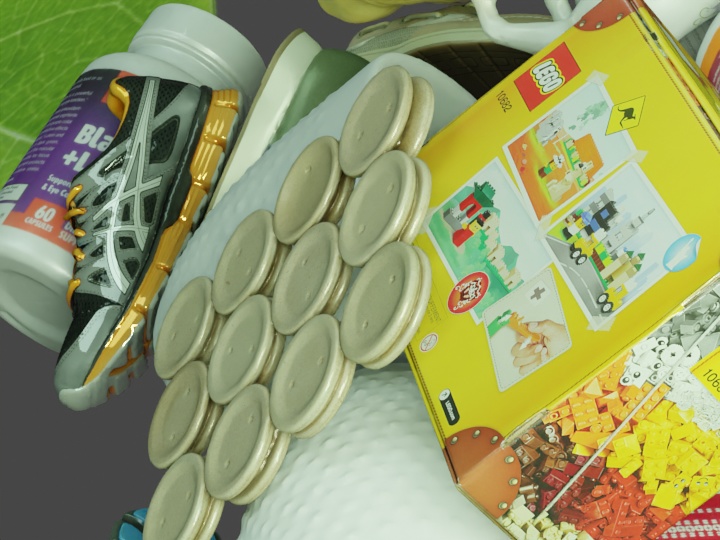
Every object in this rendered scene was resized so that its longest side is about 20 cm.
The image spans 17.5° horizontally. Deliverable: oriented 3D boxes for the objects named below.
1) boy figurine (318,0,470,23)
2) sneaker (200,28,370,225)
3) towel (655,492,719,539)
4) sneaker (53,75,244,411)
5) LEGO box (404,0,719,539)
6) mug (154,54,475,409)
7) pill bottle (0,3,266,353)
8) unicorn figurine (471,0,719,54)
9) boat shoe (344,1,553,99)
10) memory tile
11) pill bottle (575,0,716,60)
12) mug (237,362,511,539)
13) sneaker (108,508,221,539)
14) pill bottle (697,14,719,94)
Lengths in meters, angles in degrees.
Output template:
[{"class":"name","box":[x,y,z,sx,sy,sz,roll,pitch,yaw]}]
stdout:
[{"class":"boy figurine","box":[0.049,-0.177,1.291,0.124,0.064,0.200,-13,7,-38]},{"class":"sneaker","box":[-0.034,-0.023,1.259,0.067,0.090,0.200,2,-69,-83]},{"class":"towel","box":[0.140,0.078,0.926,0.145,0.022,0.200,-1,34,-11]},{"class":"sneaker","box":[-0.128,-0.018,1.261,0.078,0.077,0.200,109,-179,-65]},{"class":"LEGO box","box":[0.092,0.001,0.898,0.149,0.077,0.200,-38,32,13]},{"class":"mug","box":[0.000,0.000,1.134,0.175,0.148,0.200,-39,4,22]},{"class":"pill bottle","box":[-0.136,-0.056,1.366,0.111,0.111,0.200,0,51,46]},{"class":"unicorn figurine","box":[0.117,-0.114,1.077,0.137,0.074,0.200,52,123,17]},{"class":"boat shoe","box":[0.054,-0.118,1.283,0.200,0.072,0.065,-7,47,50]},{"class":"memory tile","box":[-0.031,0.020,0.964,0.200,0.017,0.153,-46,31,36]},{"class":"pill bottle","box":[0.211,-0.153,1.120,0.200,0.110,0.110,-17,40,33]},{"class":"mug","box":[0.009,0.144,0.971,0.175,0.148,0.200,-95,29,-56]},{"class":"sneaker","box":[-0.088,0.201,1.058,0.200,0.073,0.082,-92,14,-53]},{"class":"pill bottle","box":[0.218,-0.042,0.967,0.110,0.110,0.200,-35,33,10]}]
